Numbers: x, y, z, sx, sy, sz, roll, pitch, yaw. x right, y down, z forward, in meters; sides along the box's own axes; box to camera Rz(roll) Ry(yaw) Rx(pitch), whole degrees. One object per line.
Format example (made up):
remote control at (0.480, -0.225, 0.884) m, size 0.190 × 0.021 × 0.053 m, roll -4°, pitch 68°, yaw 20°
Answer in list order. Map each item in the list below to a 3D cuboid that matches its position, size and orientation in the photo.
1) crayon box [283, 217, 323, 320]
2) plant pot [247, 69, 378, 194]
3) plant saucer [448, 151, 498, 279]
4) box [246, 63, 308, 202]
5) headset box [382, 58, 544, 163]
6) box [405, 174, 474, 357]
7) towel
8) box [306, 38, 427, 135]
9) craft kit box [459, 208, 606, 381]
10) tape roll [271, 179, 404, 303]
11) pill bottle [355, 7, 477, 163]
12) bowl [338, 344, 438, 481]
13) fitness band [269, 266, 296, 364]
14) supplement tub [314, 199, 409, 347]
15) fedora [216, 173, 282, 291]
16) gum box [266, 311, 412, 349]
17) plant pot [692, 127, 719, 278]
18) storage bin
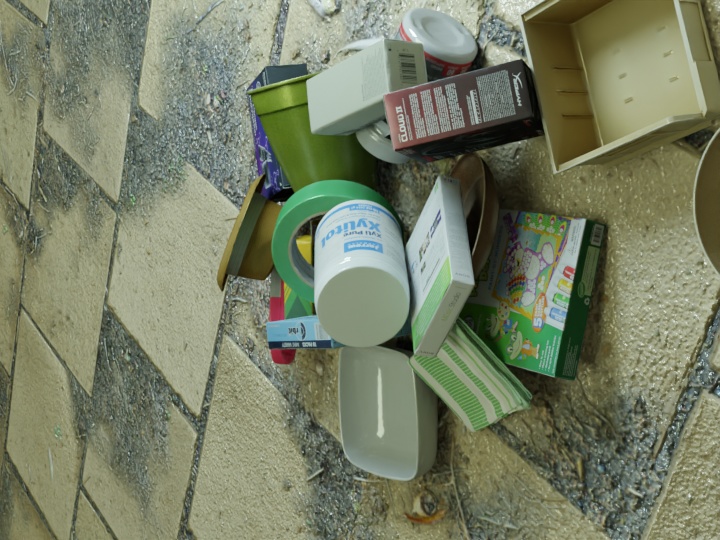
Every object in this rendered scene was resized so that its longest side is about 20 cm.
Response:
crayon box at (-0.084, 0.016, 1.853) m, size 0.051 × 0.126 × 0.203 m, roll 1°, pitch 96°, yaw 13°
plant pot at (-0.055, -0.204, 1.750) m, size 0.199 × 0.199 × 0.195 m, roll -2°, pitch 104°, yaw 53°
plant saucer at (0.142, -0.058, 1.529) m, size 0.200 × 0.036 × 0.203 m, roll -169°, pitch 90°, yaw -76°
box at (-0.127, -0.225, 1.891) m, size 0.141 × 0.078 × 0.203 m, roll 160°, pitch 102°, yaw -67°
headset box at (0.127, -0.194, 1.434) m, size 0.198 × 0.149 × 0.078 m, roll -13°, pitch 85°, yaw 16°
box at (0.102, -0.007, 1.507) m, size 0.201 × 0.036 × 0.145 m, roll -91°, pitch 18°, yaw -45°
towel at (0.145, 0.148, 1.547) m, size 0.153 × 0.023 × 0.200 m, roll 47°, pitch 157°, yaw 3°
box at (0.006, -0.246, 1.553) m, size 0.199 × 0.068 × 0.083 m, roll -12°, pitch 82°, yaw 56°
craft kit box at (0.215, 0.024, 1.481) m, size 0.197 × 0.048 × 0.203 m, roll 11°, pitch 90°, yaw 56°
tape roll at (-0.034, -0.037, 1.716) m, size 0.048 × 0.198 × 0.202 m, roll -82°, pitch 13°, yaw -56°
pill bottle at (0.074, -0.257, 1.612) m, size 0.114 × 0.113 × 0.201 m, roll 57°, pitch 136°, yaw 32°
bowl at (0.049, 0.209, 1.741) m, size 0.199 × 0.074 × 0.203 m, roll 5°, pitch 98°, yaw 52°
fitness band at (-0.124, 0.056, 1.916) m, size 0.144 × 0.037 × 0.203 m, roll 61°, pitch -149°, yaw -80°
supplement tub at (0.000, 0.000, 1.581) m, size 0.201 × 0.130 × 0.133 m, roll -95°, pitch 19°, yaw -61°
fedora at (-0.165, -0.051, 1.824) m, size 0.201 × 0.081 × 0.203 m, roll -159°, pitch 90°, yaw -87°
gum box at (-0.013, 0.083, 1.702) m, size 0.169 × 0.198 × 0.045 m, roll -6°, pitch 91°, yaw 54°
plant pot at (0.448, -0.067, 1.114) m, size 0.199 × 0.133 × 0.203 m, roll 9°, pitch 101°, yaw 53°
storage bin at (0.302, -0.239, 1.323) m, size 0.198 × 0.093 × 0.203 m, roll -22°, pitch 76°, yaw 53°
